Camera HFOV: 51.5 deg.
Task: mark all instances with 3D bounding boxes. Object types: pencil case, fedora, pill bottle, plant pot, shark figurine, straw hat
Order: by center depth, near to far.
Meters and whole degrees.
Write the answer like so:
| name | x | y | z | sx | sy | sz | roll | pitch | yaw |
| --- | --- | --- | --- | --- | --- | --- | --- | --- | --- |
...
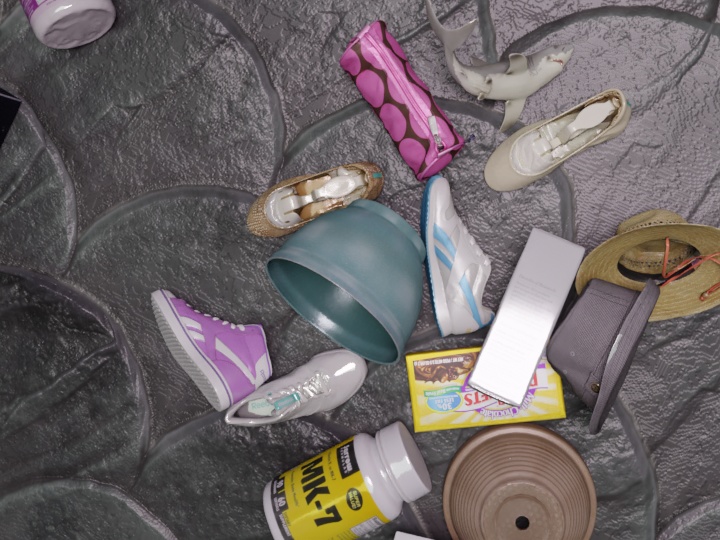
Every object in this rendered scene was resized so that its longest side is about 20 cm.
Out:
| name | x | y | z | sx | sy | sz | roll | pitch | yaw |
| --- | --- | --- | --- | --- | --- | --- | --- | --- | --- |
| fedora | 0.276 | 0.086 | 0.879 | 0.089 | 0.202 | 0.178 | 26 | 59 | 23 |
| straw hat | 0.357 | -0.025 | 0.900 | 0.197 | 0.203 | 0.086 | 0 | 53 | 8 |
| plant pot | 0.000 | 0.000 | 0.918 | 0.199 | 0.201 | 0.135 | 34 | 70 | 6 |
| shark figurine | 0.148 | -0.254 | 0.920 | 0.129 | 0.211 | 0.090 | -60 | 42 | 33 |
| plant pot | 0.200 | 0.302 | 0.937 | 0.196 | 0.093 | 0.205 | 1 | 93 | 9 |
| pencil case | 0.052 | -0.216 | 0.938 | 0.090 | 0.094 | 0.201 | -37 | 86 | 8 |
| pill bottle | -0.016 | 0.281 | 0.957 | 0.198 | 0.114 | 0.116 | -29 | 88 | 8 |
| pill bottle | -0.414 | -0.411 | 0.989 | 0.111 | 0.112 | 0.203 | -25 | 88 | 8 |

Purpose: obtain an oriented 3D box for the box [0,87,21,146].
| name | x | y | z | sx | sy | sz | roll | pitch | yaw |
| --- | --- | --- | --- | --- | --- | --- | --- | --- | --- |
| box | -0.607 | -0.198 | 1.029 | 0.180 | 0.104 | 0.202 | 30 | 96 | 5 |

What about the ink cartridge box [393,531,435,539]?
| name | x | y | z | sx | sy | sz | roll | pitch | yaw |
| --- | --- | --- | --- | --- | --- | --- | --- | --- | --- |
| ink cartridge box | 0.139 | 0.379 | 0.924 | 0.196 | 0.100 | 0.040 | 7 | 52 | 23 |

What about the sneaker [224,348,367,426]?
| name | x | y | z | sx | sy | sz | roll | pitch | yaw |
| --- | --- | --- | --- | --- | --- | --- | --- | --- | --- |
| sneaker | -0.084 | 0.164 | 0.975 | 0.197 | 0.088 | 0.076 | -24 | 88 | 8 |

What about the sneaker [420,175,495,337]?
| name | x | y | z | sx | sy | sz | roll | pitch | yaw |
| --- | --- | --- | --- | --- | --- | --- | --- | --- | --- |
| sneaker | 0.121 | -0.021 | 0.950 | 0.079 | 0.077 | 0.204 | -10 | 97 | 1 |

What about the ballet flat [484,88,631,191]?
| name | x | y | z | sx | sy | sz | roll | pitch | yaw |
| --- | --- | --- | --- | --- | --- | --- | --- | --- | --- |
| ballet flat | 0.243 | -0.164 | 0.926 | 0.198 | 0.069 | 0.070 | -30 | 88 | 9 |

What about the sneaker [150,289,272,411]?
| name | x | y | z | sx | sy | sz | roll | pitch | yaw |
| --- | --- | --- | --- | --- | --- | --- | --- | --- | --- |
| sneaker | -0.195 | 0.088 | 1.007 | 0.113 | 0.073 | 0.201 | -30 | 65 | -28 |

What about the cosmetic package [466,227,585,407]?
| name | x | y | z | sx | sy | sz | roll | pitch | yaw |
| --- | --- | --- | --- | --- | --- | --- | --- | --- | --- |
| cosmetic package | 0.199 | 0.060 | 0.906 | 0.073 | 0.102 | 0.203 | 21 | 84 | 12 |

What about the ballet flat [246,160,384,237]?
| name | x | y | z | sx | sy | sz | roll | pitch | yaw |
| --- | --- | --- | --- | --- | --- | --- | --- | --- | --- |
| ballet flat | -0.066 | -0.097 | 0.973 | 0.197 | 0.065 | 0.072 | -22 | 89 | 9 |

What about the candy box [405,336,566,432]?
| name | x | y | z | sx | sy | sz | roll | pitch | yaw |
| --- | --- | --- | --- | --- | --- | --- | --- | --- | --- |
| candy box | 0.161 | 0.149 | 0.969 | 0.196 | 0.026 | 0.105 | -8 | 92 | 9 |
